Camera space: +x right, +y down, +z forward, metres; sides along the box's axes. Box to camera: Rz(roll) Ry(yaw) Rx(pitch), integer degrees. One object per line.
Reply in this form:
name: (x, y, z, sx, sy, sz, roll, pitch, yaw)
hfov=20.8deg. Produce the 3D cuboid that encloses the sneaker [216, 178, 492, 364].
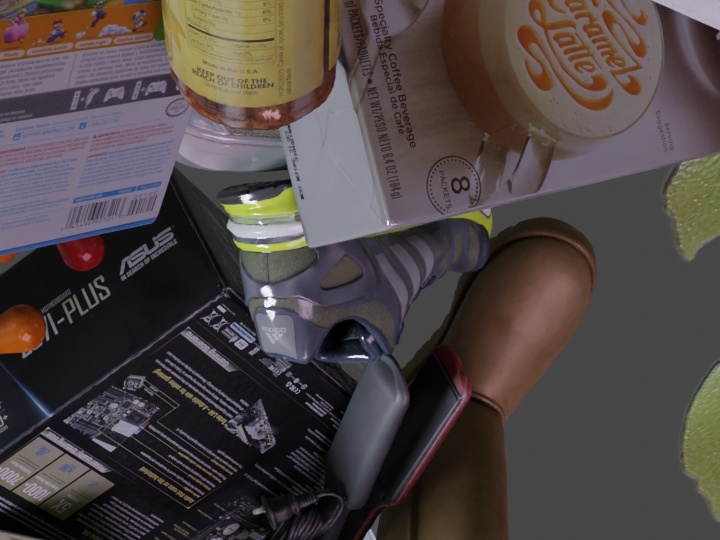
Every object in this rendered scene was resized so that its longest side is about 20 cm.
sneaker: (0.000, 0.000, 0.883, 0.074, 0.081, 0.200, 0, -179, 31)

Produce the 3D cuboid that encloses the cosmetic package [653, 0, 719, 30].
cosmetic package: (0.088, -0.142, 0.692, 0.200, 0.101, 0.071, 19, 104, -22)

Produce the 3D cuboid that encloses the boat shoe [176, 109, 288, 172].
boat shoe: (0.007, -0.087, 0.832, 0.201, 0.075, 0.065, -4, 142, -21)

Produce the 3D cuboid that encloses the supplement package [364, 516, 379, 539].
supplement package: (0.028, 0.248, 1.179, 0.111, 0.156, 0.200, -36, 144, 11)

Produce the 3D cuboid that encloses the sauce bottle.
sauce bottle: (-0.036, -0.134, 0.634, 0.066, 0.066, 0.200, -17, 142, -17)

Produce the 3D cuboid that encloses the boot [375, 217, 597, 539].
boot: (0.062, 0.093, 0.973, 0.066, 0.200, 0.175, 24, 125, -12)

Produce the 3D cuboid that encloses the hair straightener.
hair straightener: (-0.024, 0.109, 0.935, 0.077, 0.041, 0.200, 1, 139, -35)

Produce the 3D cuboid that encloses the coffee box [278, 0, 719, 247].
coffee box: (0.068, -0.087, 0.785, 0.200, 0.115, 0.080, -14, -179, -26)

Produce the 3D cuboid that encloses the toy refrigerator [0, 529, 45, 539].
toy refrigerator: (-0.200, 0.150, 0.874, 0.199, 0.076, 0.070, 13, 159, 4)

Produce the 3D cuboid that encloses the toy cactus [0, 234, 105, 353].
toy cactus: (-0.214, -0.012, 0.773, 0.200, 0.102, 0.165, -24, 125, -3)

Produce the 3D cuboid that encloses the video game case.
video game case: (-0.106, -0.087, 0.687, 0.143, 0.018, 0.200, -14, 138, -42)

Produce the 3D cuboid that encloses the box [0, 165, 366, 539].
box: (-0.094, 0.065, 0.932, 0.164, 0.086, 0.200, -36, 144, 8)
